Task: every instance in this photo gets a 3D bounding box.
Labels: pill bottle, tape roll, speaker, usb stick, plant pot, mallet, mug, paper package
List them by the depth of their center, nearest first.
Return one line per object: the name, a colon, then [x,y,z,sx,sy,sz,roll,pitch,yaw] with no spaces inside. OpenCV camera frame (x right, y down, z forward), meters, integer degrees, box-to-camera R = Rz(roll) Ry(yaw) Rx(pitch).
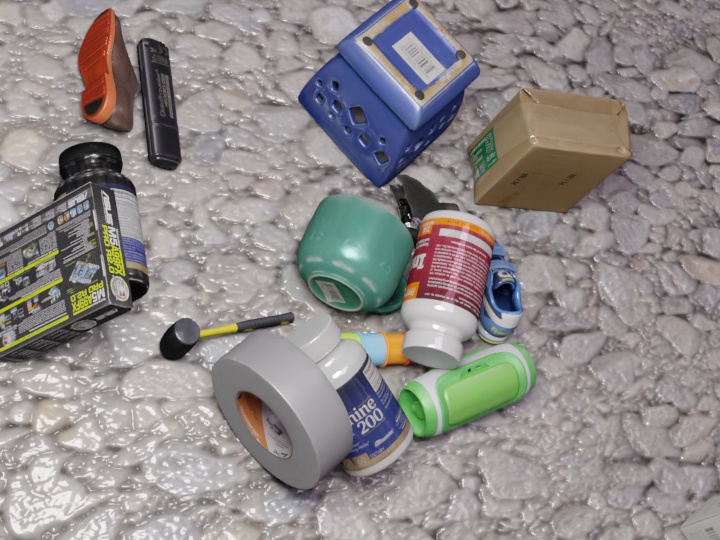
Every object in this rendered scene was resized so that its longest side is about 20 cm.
tape roll: [-0.101,0.178,1.449,0.066,0.200,0.201,-36,84,-31]
pill bottle: [-0.345,-0.060,1.501,0.110,0.112,0.204,-4,69,-24]
pill bottle: [-0.022,0.163,1.504,0.111,0.110,0.202,-43,110,-31]
mallet: [-0.173,0.076,1.541,0.197,0.066,0.042,-12,74,-27]
pill bottle: [0.119,0.028,1.600,0.111,0.113,0.203,19,68,-13]
mug: [-0.001,-0.006,1.600,0.183,0.152,0.116,31,62,-8]
speaker: [0.154,0.169,1.627,0.197,0.088,0.090,-18,75,-28]
usb stick: [-0.292,-0.242,1.645,0.055,0.032,0.204,10,62,-44]
plant pot: [0.052,-0.285,1.729,0.200,0.180,0.200,47,58,3]
paper package: [0.288,-0.185,1.772,0.187,0.200,0.105,4,66,-21]

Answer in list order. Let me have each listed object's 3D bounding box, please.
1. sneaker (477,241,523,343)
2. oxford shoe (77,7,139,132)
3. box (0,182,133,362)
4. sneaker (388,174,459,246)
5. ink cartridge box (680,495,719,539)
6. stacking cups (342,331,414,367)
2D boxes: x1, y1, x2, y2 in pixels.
sneaker: [0.200,0.004,1.721,0.073,0.082,0.203,-7,69,-23]
oxford shoe: [-0.358,-0.285,1.634,0.072,0.070,0.203,28,48,-46]
box: [-0.380,0.005,1.417,0.044,0.198,0.163,17,54,-57]
sneaker: [0.100,-0.047,1.717,0.102,0.060,0.203,8,60,-20]
ink cartridge box: [0.583,0.391,1.643,0.082,0.200,0.148,-31,82,-30]
stacking cups: [0.011,0.108,1.611,0.197,0.061,0.062,-3,69,-26]
